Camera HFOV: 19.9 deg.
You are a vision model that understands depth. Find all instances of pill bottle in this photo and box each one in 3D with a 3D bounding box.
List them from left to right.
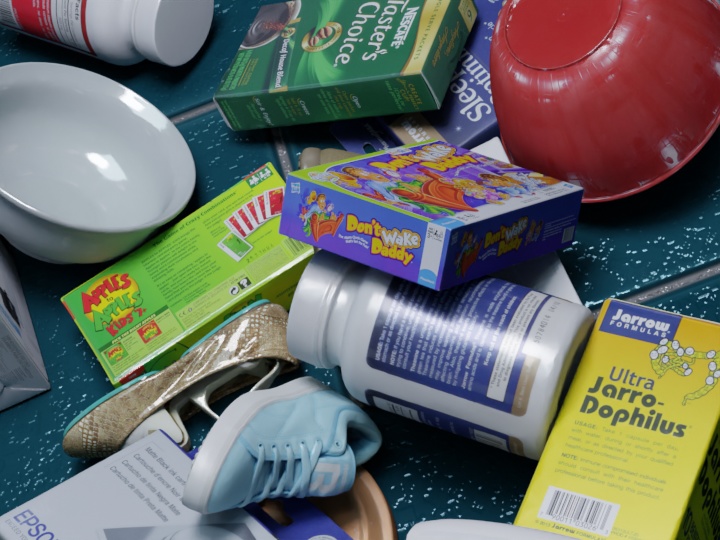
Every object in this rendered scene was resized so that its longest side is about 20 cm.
[{"bbox_3d":[-0.231,-0.243,1.778,0.199,0.113,0.113,20,65,27],"label":"pill bottle"},{"bbox_3d":[0.054,0.051,1.426,0.198,0.111,0.112,17,63,17],"label":"pill bottle"}]

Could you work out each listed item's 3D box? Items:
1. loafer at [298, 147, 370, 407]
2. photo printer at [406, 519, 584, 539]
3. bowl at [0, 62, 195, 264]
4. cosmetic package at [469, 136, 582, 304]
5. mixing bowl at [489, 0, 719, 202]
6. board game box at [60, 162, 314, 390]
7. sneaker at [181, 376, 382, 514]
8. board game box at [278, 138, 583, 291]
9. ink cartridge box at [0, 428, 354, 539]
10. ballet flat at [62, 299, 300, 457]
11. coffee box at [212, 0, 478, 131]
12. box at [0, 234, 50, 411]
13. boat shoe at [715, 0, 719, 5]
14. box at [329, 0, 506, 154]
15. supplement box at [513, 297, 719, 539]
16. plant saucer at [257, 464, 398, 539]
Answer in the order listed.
[{"bbox_3d":[0.000,0.000,1.534,0.067,0.076,0.202,-12,82,3],"label":"loafer"},{"bbox_3d":[0.114,0.226,1.297,0.165,0.201,0.070,8,59,23],"label":"photo printer"},{"bbox_3d":[-0.239,-0.070,1.654,0.199,0.091,0.202,17,37,-14],"label":"bowl"},{"bbox_3d":[0.107,0.000,1.544,0.082,0.051,0.201,-23,54,1],"label":"cosmetic package"},{"bbox_3d":[0.173,-0.164,1.535,0.198,0.108,0.202,-15,57,24],"label":"mixing bowl"},{"bbox_3d":[-0.125,0.012,1.612,0.199,0.048,0.102,-33,53,-7],"label":"board game box"},{"bbox_3d":[-0.046,0.126,1.414,0.081,0.075,0.200,24,25,21],"label":"sneaker"},{"bbox_3d":[0.053,-0.043,1.451,0.133,0.045,0.199,20,20,28],"label":"board game box"},{"bbox_3d":[-0.124,0.185,1.409,0.199,0.041,0.199,-28,38,-25],"label":"ink cartridge box"},{"bbox_3d":[-0.131,0.098,1.548,0.199,0.071,0.066,-34,68,-2],"label":"ballet flat"},{"bbox_3d":[-0.011,-0.177,1.670,0.198,0.044,0.124,-3,45,31],"label":"coffee box"},{"bbox_3d":[-0.315,0.001,1.638,0.060,0.117,0.201,-24,52,1],"label":"box"},{"bbox_3d":[0.260,-0.171,1.604,0.071,0.070,0.202,19,71,27],"label":"boat shoe"},{"bbox_3d":[0.079,-0.146,1.664,0.199,0.032,0.121,-36,54,-7],"label":"box"},{"bbox_3d":[0.189,0.139,1.388,0.109,0.109,0.201,13,62,24],"label":"supplement box"},{"bbox_3d":[-0.072,0.207,1.474,0.198,0.032,0.202,-8,56,12],"label":"plant saucer"}]
